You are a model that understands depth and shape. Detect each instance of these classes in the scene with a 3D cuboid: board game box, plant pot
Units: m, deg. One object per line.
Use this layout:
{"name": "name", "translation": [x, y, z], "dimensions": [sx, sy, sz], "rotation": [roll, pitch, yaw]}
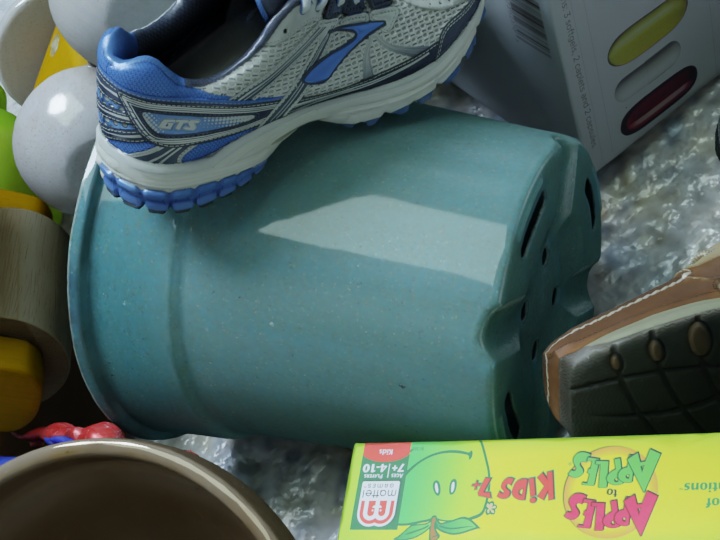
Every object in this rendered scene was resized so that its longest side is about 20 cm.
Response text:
{"name": "board game box", "translation": [0.102, 0.110, 0.570], "dimensions": [0.197, 0.102, 0.048], "rotation": [-5, 56, 27]}
{"name": "plant pot", "translation": [0.000, 0.000, 0.654], "dimensions": [0.194, 0.201, 0.202], "rotation": [10, 64, 25]}
{"name": "plant pot", "translation": [-0.094, 0.173, 0.592], "dimensions": [0.198, 0.093, 0.204], "rotation": [-2, 82, 18]}

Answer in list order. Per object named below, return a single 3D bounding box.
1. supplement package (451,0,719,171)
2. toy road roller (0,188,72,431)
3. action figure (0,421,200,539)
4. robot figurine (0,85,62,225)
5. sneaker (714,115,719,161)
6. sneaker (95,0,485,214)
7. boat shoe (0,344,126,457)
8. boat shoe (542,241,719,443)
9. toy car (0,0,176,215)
{"name": "supplement package", "translation": [0.089, -0.180, 0.700], "dimensions": [0.110, 0.201, 0.156], "rotation": [-37, 48, -12]}
{"name": "toy road roller", "translation": [-0.225, -0.020, 0.667], "dimensions": [0.124, 0.197, 0.147], "rotation": [-98, 29, -44]}
{"name": "action figure", "translation": [-0.160, 0.110, 0.682], "dimensions": [0.198, 0.051, 0.066], "rotation": [-12, 83, 28]}
{"name": "robot figurine", "translation": [-0.273, -0.042, 0.876], "dimensions": [0.197, 0.116, 0.177], "rotation": [-4, 50, 27]}
{"name": "sneaker", "translation": [0.246, -0.108, 0.657], "dimensions": [0.199, 0.081, 0.086], "rotation": [-38, 38, -6]}
{"name": "sneaker", "translation": [-0.023, -0.103, 0.574], "dimensions": [0.199, 0.086, 0.077], "rotation": [-35, 55, -22]}
{"name": "boat shoe", "translation": [-0.158, 0.056, 0.778], "dimensions": [0.070, 0.070, 0.202], "rotation": [12, 68, 56]}
{"name": "boat shoe", "translation": [0.168, 0.024, 0.591], "dimensions": [0.197, 0.077, 0.074], "rotation": [-12, 29, -14]}
{"name": "toy car", "translation": [-0.110, -0.128, 0.756], "dimensions": [0.176, 0.148, 0.202], "rotation": [-118, 42, -52]}
